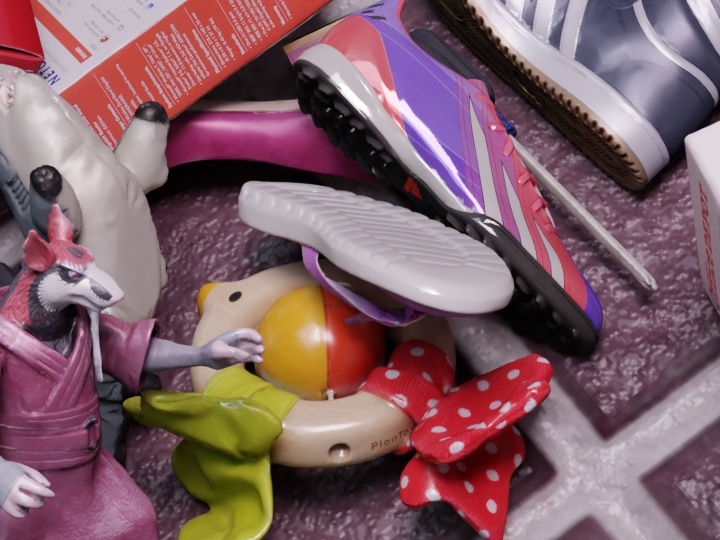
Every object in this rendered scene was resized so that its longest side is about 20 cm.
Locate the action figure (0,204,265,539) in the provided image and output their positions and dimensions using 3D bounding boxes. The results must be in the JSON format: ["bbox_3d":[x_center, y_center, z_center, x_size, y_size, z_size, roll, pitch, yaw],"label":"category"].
[{"bbox_3d":[-0.135,0.068,0.886,0.133,0.202,0.148,-13,21,-43],"label":"action figure"}]

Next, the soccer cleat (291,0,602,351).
[{"bbox_3d":[0.056,-0.048,0.999,0.073,0.068,0.200,-42,84,-18],"label":"soccer cleat"}]

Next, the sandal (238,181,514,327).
[{"bbox_3d":[0.007,0.000,0.959,0.082,0.050,0.202,1,14,-27],"label":"sandal"}]

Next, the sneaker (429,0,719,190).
[{"bbox_3d":[0.114,-0.142,1.063,0.108,0.070,0.200,-41,67,-6],"label":"sneaker"}]

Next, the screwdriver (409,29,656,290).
[{"bbox_3d":[0.086,-0.059,1.039,0.200,0.028,0.029,43,110,32],"label":"screwdriver"}]

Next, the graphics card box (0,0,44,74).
[{"bbox_3d":[-0.232,-0.095,1.059,0.050,0.200,0.126,7,49,-35],"label":"graphics card box"}]

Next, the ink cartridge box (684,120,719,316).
[{"bbox_3d":[0.221,0.035,0.896,0.084,0.145,0.201,-23,59,-1],"label":"ink cartridge box"}]

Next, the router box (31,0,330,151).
[{"bbox_3d":[-0.114,-0.155,1.086,0.179,0.049,0.200,-37,35,-7],"label":"router box"}]

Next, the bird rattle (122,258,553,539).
[{"bbox_3d":[-0.011,0.049,0.975,0.198,0.113,0.164,-14,43,2],"label":"bird rattle"}]

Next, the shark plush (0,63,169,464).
[{"bbox_3d":[-0.131,-0.004,0.990,0.083,0.201,0.091,8,41,32],"label":"shark plush"}]

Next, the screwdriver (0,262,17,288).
[{"bbox_3d":[-0.200,-0.002,1.029,0.200,0.029,0.028,26,100,57],"label":"screwdriver"}]

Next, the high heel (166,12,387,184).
[{"bbox_3d":[-0.065,-0.051,1.076,0.199,0.067,0.097,-25,98,10],"label":"high heel"}]
